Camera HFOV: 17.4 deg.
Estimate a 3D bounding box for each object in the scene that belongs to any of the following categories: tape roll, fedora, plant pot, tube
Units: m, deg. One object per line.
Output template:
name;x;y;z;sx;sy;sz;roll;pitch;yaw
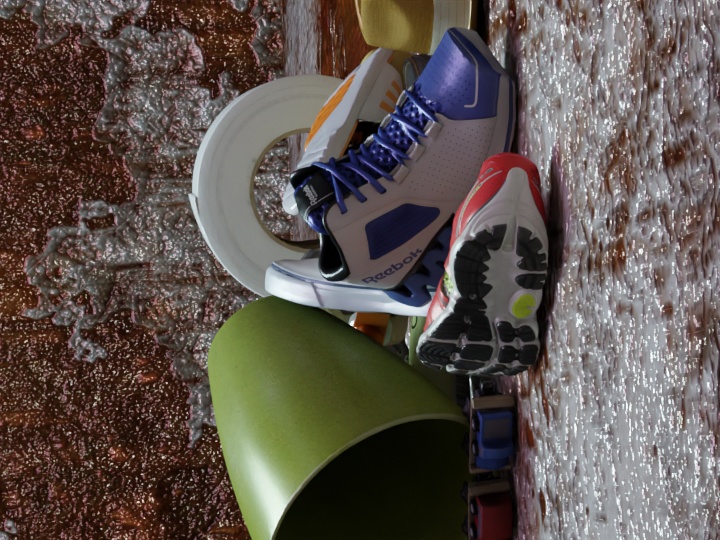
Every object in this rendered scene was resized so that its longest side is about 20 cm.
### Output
tape roll;-0.050;-0.072;2.094;0.139;0.201;0.205;-152;59;-83
fedora;0.037;-0.225;1.706;0.201;0.081;0.203;177;90;-85
plant pot;-0.028;0.115;1.717;0.200;0.186;0.188;52;151;41
tube;0.059;0.037;1.812;0.058;0.052;0.202;-29;53;50

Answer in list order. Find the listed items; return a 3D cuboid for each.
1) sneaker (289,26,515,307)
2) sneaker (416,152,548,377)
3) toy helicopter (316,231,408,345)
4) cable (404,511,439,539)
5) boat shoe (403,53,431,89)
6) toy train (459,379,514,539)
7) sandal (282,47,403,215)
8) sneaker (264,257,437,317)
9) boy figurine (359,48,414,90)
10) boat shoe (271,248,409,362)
sneaker;0.020;-0.062;1.561;0.081;0.114;0.201;54;131;45
sneaker;0.085;-0.001;1.479;0.201;0.076;0.085;108;171;-56
toy helicopter;0.000;0.000;1.821;0.200;0.078;0.133;55;-143;-59
cable;0.057;0.246;1.831;0.201;0.069;0.201;94;172;-58
boat shoe;0.043;-0.078;1.776;0.075;0.073;0.201;97;169;-59
toy train;0.089;0.169;1.636;0.046;0.034;0.202;-111;19;-63
sandal;-0.006;-0.098;1.864;0.079;0.059;0.207;-41;17;41
sneaker;0.017;-0.004;1.704;0.073;0.199;0.071;5;-91;-54
boy figurine;0.030;-0.084;1.967;0.124;0.064;0.202;-171;79;-85
boat shoe;0.007;0.053;1.964;0.072;0.201;0.066;21;75;51
